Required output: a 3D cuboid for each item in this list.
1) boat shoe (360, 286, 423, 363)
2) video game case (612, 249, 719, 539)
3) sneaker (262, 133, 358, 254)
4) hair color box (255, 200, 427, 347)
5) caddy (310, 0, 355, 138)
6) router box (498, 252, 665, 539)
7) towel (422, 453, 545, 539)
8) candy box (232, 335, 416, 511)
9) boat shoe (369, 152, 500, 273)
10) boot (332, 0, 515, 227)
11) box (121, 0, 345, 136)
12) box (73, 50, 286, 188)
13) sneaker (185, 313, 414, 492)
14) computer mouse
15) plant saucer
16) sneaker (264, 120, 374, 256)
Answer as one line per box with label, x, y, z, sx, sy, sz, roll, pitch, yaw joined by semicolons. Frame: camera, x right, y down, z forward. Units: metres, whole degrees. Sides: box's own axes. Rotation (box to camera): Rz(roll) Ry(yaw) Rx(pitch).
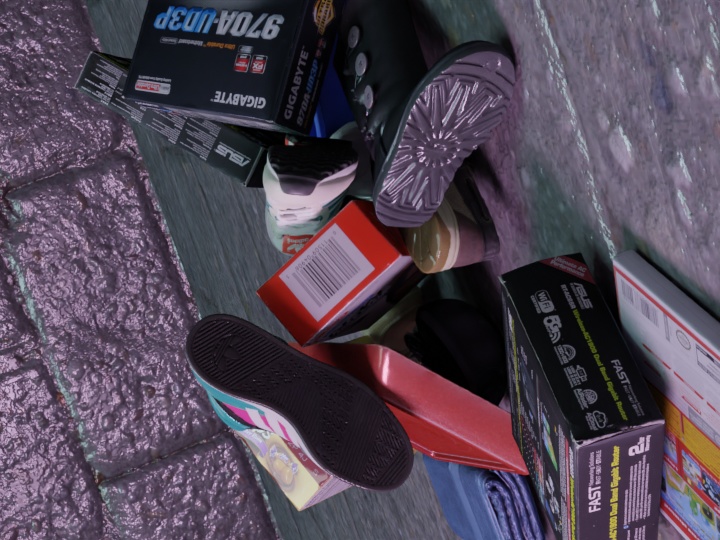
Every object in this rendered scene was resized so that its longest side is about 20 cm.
boat shoe;0.041;0.070;1.470;0.065;0.072;0.200;57;168;15
video game case;0.211;0.102;0.935;0.143;0.017;0.201;-130;23;-54
sneaker;-0.041;-0.053;1.171;0.200;0.070;0.094;-86;2;-79
hair color box;0.000;0.000;1.229;0.064;0.111;0.200;49;-167;7
caddy;-0.055;-0.203;1.323;0.141;0.104;0.201;-164;54;-73
router box;0.152;0.109;1.024;0.201;0.062;0.150;79;174;-49
towel;0.122;0.222;1.422;0.200;0.048;0.112;-175;64;-75
candy box;-0.023;0.133;1.335;0.117;0.200;0.057;49;117;16
boat shoe;0.058;-0.069;1.171;0.201;0.066;0.072;-109;31;-49
boot;0.040;-0.157;1.107;0.165;0.065;0.201;-55;30;35
box;-0.102;-0.202;1.222;0.199;0.046;0.160;15;88;43
box;-0.146;-0.141;1.426;0.199;0.048;0.193;30;-167;14
sneaker;-0.051;0.108;1.173;0.200;0.084;0.121;35;171;0
computer mouse;0.092;0.073;1.304;0.139;0.053;0.200;53;171;18
plant saucer;0.047;0.118;1.240;0.199;0.037;0.200;30;167;-22
sneaker;-0.032;-0.049;1.314;0.200;0.075;0.089;133;142;-53
